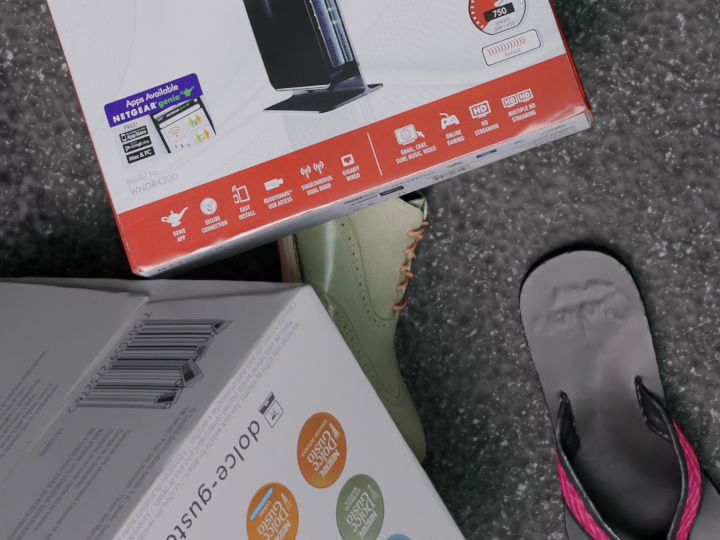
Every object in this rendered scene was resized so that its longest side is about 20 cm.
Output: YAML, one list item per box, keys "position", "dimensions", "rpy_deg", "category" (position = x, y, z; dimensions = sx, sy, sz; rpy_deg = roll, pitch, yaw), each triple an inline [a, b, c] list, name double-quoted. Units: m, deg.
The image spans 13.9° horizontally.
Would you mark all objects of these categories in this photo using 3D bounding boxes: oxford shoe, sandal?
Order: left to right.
- position: [0.000, 0.000, 1.291]
  dimensions: [0.073, 0.071, 0.201]
  rpy_deg: [-19, 108, 4]
  category: "oxford shoe"
- position: [0.119, 0.087, 1.332]
  dimensions: [0.075, 0.045, 0.201]
  rpy_deg: [-19, 107, 6]
  category: "sandal"

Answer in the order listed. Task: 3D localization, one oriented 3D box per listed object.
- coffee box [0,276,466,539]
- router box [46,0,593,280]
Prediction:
- position: [-0.096, 0.140, 1.212]
  dimensions: [0.199, 0.200, 0.198]
  rpy_deg: [1, 132, 42]
  category: "coffee box"
- position: [-0.026, -0.112, 1.228]
  dimensions: [0.199, 0.049, 0.180]
  rpy_deg: [-20, 83, 6]
  category: "router box"
